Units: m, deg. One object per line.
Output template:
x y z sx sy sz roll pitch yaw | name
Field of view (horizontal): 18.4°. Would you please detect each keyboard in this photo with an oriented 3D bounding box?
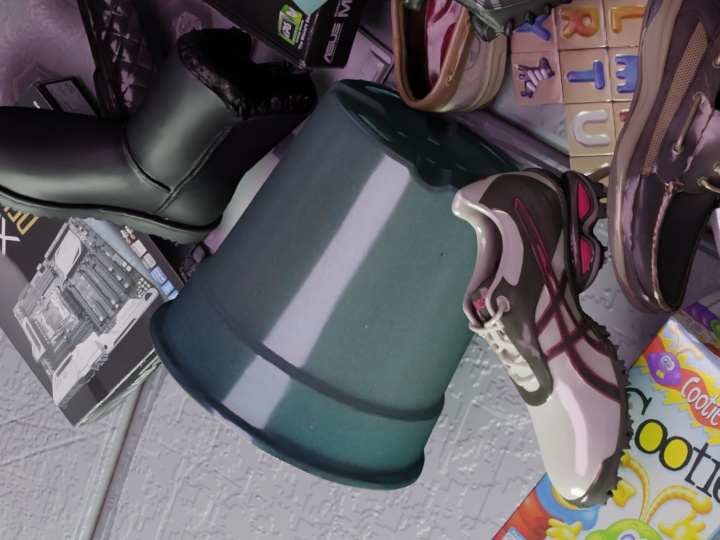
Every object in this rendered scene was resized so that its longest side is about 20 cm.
-0.044 -0.079 1.496 0.056 0.011 0.200 43 119 21 | keyboard

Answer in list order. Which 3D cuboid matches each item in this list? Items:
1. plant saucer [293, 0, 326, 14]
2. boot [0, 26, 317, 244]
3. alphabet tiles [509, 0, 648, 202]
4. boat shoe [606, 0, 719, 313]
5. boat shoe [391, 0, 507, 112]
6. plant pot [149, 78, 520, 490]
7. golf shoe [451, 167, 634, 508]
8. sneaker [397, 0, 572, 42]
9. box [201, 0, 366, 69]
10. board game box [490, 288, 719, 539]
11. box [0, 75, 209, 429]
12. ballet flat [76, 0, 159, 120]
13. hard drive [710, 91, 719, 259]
-0.048 -0.260 1.354 0.070 0.019 0.200 -34 67 43 | plant saucer
-0.146 -0.101 1.443 0.168 0.200 0.077 -50 33 44 | boot
0.166 -0.138 1.355 0.167 0.008 0.200 -1 101 31 | alphabet tiles
0.191 -0.072 1.266 0.073 0.074 0.200 10 93 31 | boat shoe
0.053 -0.194 1.370 0.074 0.066 0.200 6 104 39 | boat shoe
0.000 0.000 1.388 0.200 0.200 0.196 37 110 18 | plant pot
0.100 0.040 1.281 0.077 0.088 0.200 -27 68 59 | golf shoe
0.107 -0.182 1.307 0.200 0.071 0.098 4 105 0 | sneaker
-0.054 -0.255 1.405 0.193 0.047 0.200 37 120 37 | box
0.187 0.121 1.347 0.103 0.105 0.200 44 119 15 | board game box
-0.204 -0.013 1.582 0.158 0.050 0.200 -43 79 31 | box
-0.164 -0.186 1.526 0.066 0.057 0.200 -172 71 -73 | ballet flat
0.292 -0.074 1.279 0.200 0.027 0.132 -12 95 31 | hard drive
